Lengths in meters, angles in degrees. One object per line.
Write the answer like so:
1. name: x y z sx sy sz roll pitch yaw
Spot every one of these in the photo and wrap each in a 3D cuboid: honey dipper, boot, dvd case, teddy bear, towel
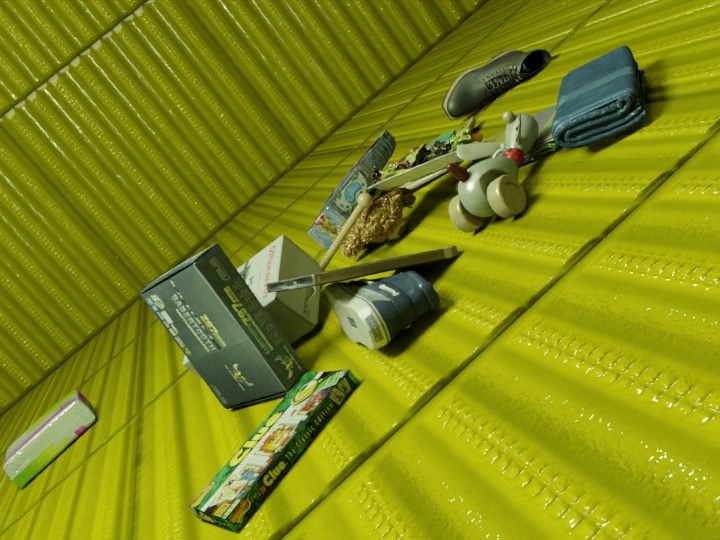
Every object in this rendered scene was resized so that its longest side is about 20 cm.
1. honey dipper: -0.039 -0.038 1.182 0.201 0.038 0.038 -57 4 29
2. boot: 0.260 -0.368 1.508 0.200 0.078 0.138 -42 19 -6
3. boot: 0.023 0.038 0.913 0.090 0.073 0.200 -28 15 -11
4. dvd case: 0.000 0.000 0.965 0.198 0.016 0.148 -12 1 -28
5. teddy bear: 0.025 -0.073 1.245 0.145 0.067 0.200 -35 5 -31
6. towel: 0.231 -0.184 1.121 0.199 0.023 0.144 -22 22 49
7. towel: 0.298 -0.213 0.973 0.111 0.049 0.201 -21 24 28

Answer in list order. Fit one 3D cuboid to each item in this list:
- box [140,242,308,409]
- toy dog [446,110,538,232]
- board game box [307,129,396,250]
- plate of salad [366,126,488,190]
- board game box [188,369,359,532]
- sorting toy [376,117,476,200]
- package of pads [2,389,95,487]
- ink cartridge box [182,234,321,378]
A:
1. box: -0.177 0.078 0.997 0.157 0.201 0.051 -22 17 47
2. toy dog: 0.159 -0.139 0.979 0.131 0.096 0.201 -35 23 29
3. board game box: -0.016 -0.134 1.442 0.200 0.061 0.201 -46 11 42
4. plate of salad: 0.098 -0.169 1.190 0.198 0.048 0.200 -21 5 2
5. board game box: -0.091 0.184 0.825 0.200 0.024 0.104 -48 14 -30
6. sorting toy: 0.114 -0.198 1.424 0.199 0.037 0.186 -30 17 33
7. package of pads: -0.654 0.347 1.640 0.200 0.068 0.154 -43 15 -16
8. ink cartridge box: -0.158 0.061 1.150 0.199 0.083 0.146 -35 32 26
